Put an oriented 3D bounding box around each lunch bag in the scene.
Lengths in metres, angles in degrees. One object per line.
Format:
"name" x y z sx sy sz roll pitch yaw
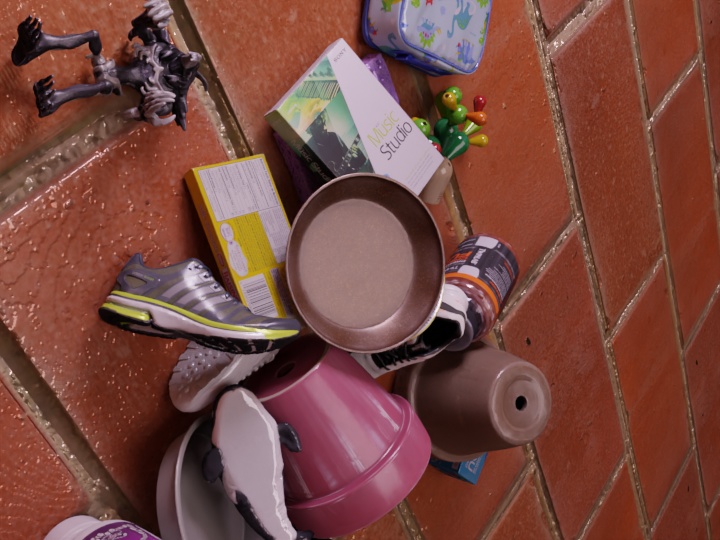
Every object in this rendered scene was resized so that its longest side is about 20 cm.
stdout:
"lunch bag" 0.089 -0.345 1.111 0.200 0.082 0.162 5 93 -50

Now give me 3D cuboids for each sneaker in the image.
"sneaker" -0.133 0.088 0.952 0.200 0.076 0.081 -52 138 -29
"sneaker" 0.050 0.091 1.090 0.074 0.200 0.080 49 18 -21
"sneaker" -0.155 0.032 0.849 0.199 0.074 0.081 13 72 -7

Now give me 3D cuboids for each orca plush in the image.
"orca plush" -0.111 0.213 0.922 0.105 0.071 0.200 -36 103 -13

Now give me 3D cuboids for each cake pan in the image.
"cake pan" -0.157 0.258 0.918 0.200 0.037 0.201 -16 90 -73

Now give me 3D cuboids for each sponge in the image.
"sponge" -0.020 -0.174 1.060 0.200 0.030 0.112 -46 129 -32

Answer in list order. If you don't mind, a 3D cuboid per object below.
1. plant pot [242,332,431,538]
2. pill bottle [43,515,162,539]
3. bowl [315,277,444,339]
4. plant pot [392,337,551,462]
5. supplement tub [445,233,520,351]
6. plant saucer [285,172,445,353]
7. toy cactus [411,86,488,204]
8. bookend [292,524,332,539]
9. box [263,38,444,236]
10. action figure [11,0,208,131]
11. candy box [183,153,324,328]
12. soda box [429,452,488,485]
"plant pot" -0.043 0.181 0.999 0.200 0.200 0.179 -46 114 -34
"pill bottle" -0.220 0.302 0.793 0.112 0.199 0.113 -13 107 -48
"bowl" 0.000 0.000 1.050 0.200 0.094 0.202 11 71 -33
"plant pot" 0.173 0.181 1.208 0.199 0.174 0.201 2 85 -30
"supplement tub" 0.158 0.033 1.219 0.200 0.106 0.107 -51 134 -52
"plant saucer" 0.003 -0.008 0.952 0.199 0.037 0.202 1 89 -26
"toy cactus" 0.125 -0.174 1.185 0.200 0.102 0.166 -37 143 -63
"bookend" -0.102 0.389 0.952 0.198 0.199 0.093 -31 120 -43
"box" -0.002 -0.156 1.007 0.200 0.036 0.145 46 58 -17
"action figure" -0.208 -0.187 0.784 0.200 0.102 0.119 -17 99 -45
"candy box" -0.115 -0.024 0.925 0.102 0.026 0.201 -19 89 -47
"soda box" 0.183 0.234 1.358 0.068 0.064 0.201 42 67 -45
